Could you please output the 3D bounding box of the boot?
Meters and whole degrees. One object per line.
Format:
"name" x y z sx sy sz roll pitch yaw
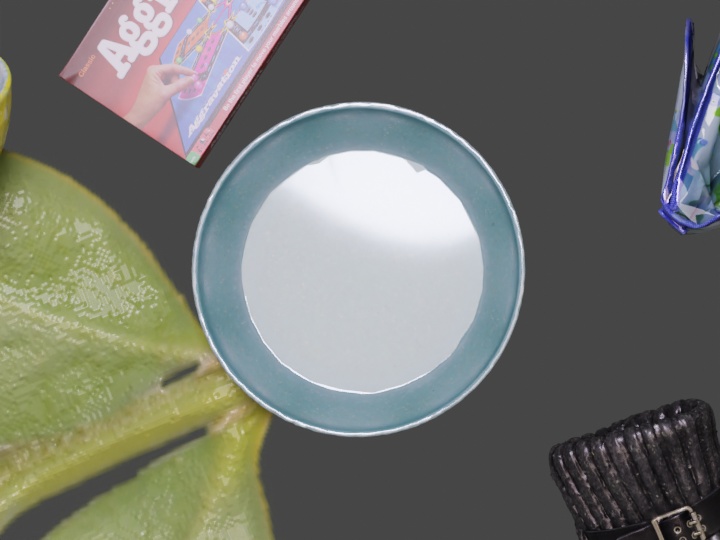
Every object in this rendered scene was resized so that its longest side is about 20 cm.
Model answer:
"boot" 0.225 0.147 1.692 0.211 0.079 0.158 -14 86 6

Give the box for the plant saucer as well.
"plant saucer" 0.000 0.000 1.745 0.200 0.036 0.200 0 87 7

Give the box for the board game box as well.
"board game box" -0.087 -0.174 1.771 0.103 0.019 0.200 33 91 8

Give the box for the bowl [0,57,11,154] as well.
"bowl" -0.301 -0.057 1.722 0.200 0.200 0.108 -2 116 6

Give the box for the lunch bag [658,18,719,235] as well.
"lunch bag" 0.240 -0.102 1.657 0.127 0.170 0.200 38 93 6
